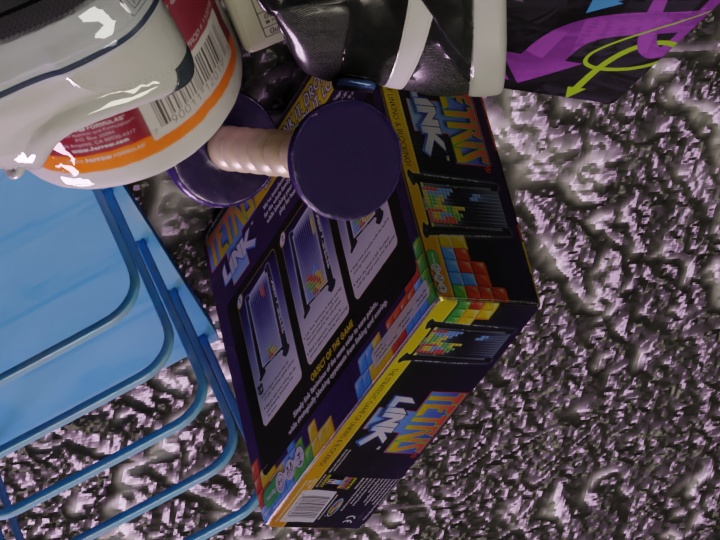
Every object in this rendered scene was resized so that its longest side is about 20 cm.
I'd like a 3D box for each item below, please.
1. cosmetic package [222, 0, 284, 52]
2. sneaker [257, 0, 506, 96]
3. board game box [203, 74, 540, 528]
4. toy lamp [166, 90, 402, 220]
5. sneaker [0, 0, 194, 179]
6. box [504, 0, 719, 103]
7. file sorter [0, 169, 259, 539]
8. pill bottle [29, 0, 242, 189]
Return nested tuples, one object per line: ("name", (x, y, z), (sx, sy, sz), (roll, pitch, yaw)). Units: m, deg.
("cosmetic package", (-0.040, -0.201, 1.280), (0.103, 0.073, 0.200), (-22, 134, -2))
("sneaker", (0.005, -0.155, 1.238), (0.111, 0.073, 0.201), (-3, 126, -1))
("board game box", (0.000, 0.000, 1.377), (0.057, 0.166, 0.200), (4, 145, -26))
("toy lamp", (-0.043, -0.052, 1.337), (0.058, 0.200, 0.058), (-3, 97, -23))
("sneaker", (-0.160, -0.066, 1.217), (0.199, 0.073, 0.071), (-17, 126, 26))
("box", (0.103, -0.144, 1.361), (0.142, 0.036, 0.200), (6, 151, -25))
("file sorter", (-0.143, 0.049, 1.406), (0.138, 0.123, 0.200), (-27, 144, 1))
("pill bottle", (-0.132, -0.140, 1.271), (0.114, 0.114, 0.200), (-23, 134, 0))
